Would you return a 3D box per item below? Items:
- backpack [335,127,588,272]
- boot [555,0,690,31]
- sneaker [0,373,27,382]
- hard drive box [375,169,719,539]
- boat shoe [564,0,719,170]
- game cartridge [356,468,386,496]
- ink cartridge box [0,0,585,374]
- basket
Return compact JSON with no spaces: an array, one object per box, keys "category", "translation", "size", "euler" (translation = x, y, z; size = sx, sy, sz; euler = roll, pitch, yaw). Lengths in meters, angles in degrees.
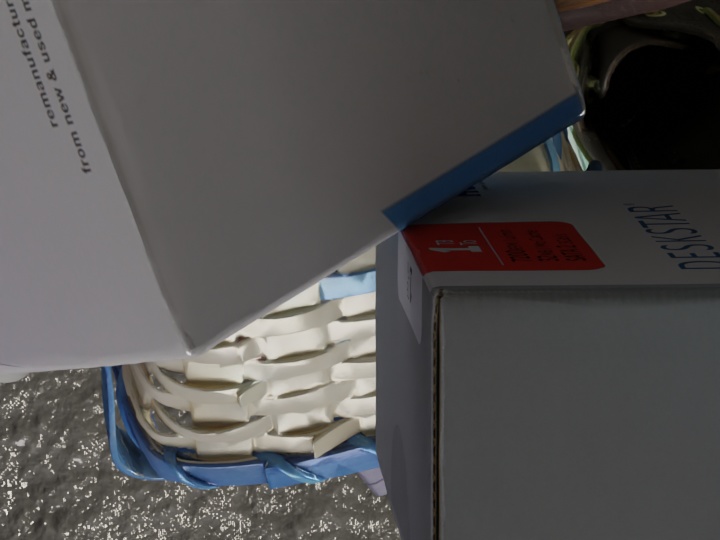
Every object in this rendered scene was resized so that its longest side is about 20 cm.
[{"category":"backpack","translation":[0.050,-0.029,1.215],"size":[0.153,0.177,0.200],"euler":[-19,174,5]},{"category":"boot","translation":[0.091,-0.104,0.962],"size":[0.165,0.073,0.200],"euler":[-1,176,-23]},{"category":"sneaker","translation":[-0.126,-0.052,1.191],"size":[0.070,0.201,0.099],"euler":[27,122,-23]},{"category":"hard drive box","translation":[0.107,0.025,0.671],"size":[0.199,0.077,0.156],"euler":[-1,-169,-5]},{"category":"boat shoe","translation":[0.105,-0.062,1.012],"size":[0.072,0.202,0.060],"euler":[-37,142,8]},{"category":"game cartridge","translation":[-0.046,-0.007,1.229],"size":[0.038,0.200,0.130],"euler":[-34,156,5]},{"category":"ink cartridge box","translation":[-0.082,-0.066,0.699],"size":[0.199,0.147,0.146],"euler":[-7,-162,46]},{"category":"basket","translation":[0.000,0.000,0.907],"size":[0.175,0.140,0.200],"euler":[-11,145,-4]}]
